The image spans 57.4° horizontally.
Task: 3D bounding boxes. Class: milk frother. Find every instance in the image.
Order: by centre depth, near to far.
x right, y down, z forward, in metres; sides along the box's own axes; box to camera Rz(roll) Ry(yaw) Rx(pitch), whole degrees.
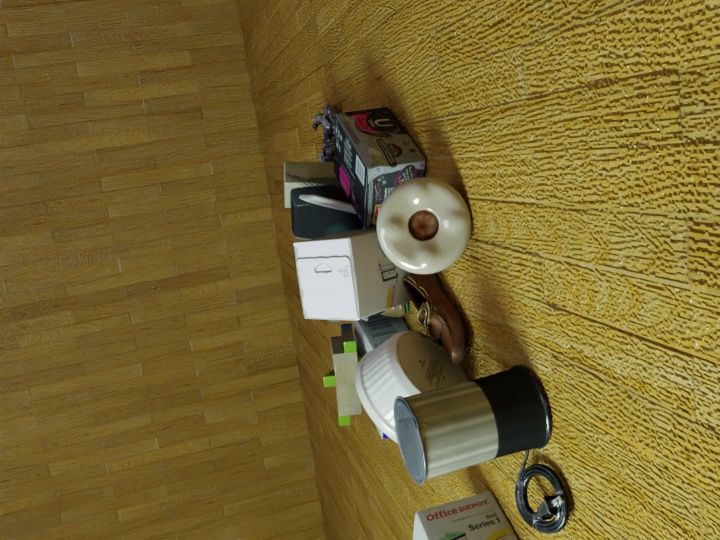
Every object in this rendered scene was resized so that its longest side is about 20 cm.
[{"bbox_3d":[0.163,0.257,0.887,0.201,0.186,0.182,-118,21,-49],"label":"milk frother"}]

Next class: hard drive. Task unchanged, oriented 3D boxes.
[{"bbox_3d":[-0.050,-0.118,1.409,0.136,0.197,0.043,95,171,-50],"label":"hard drive"}]

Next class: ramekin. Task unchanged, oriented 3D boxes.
[{"bbox_3d":[0.096,0.192,1.109,0.094,0.201,0.204,-51,43,30],"label":"ramekin"}]

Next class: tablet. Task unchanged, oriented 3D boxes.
[{"bbox_3d":[-0.015,-0.122,1.298,0.130,0.198,0.014,-160,82,-71],"label":"tablet"}]

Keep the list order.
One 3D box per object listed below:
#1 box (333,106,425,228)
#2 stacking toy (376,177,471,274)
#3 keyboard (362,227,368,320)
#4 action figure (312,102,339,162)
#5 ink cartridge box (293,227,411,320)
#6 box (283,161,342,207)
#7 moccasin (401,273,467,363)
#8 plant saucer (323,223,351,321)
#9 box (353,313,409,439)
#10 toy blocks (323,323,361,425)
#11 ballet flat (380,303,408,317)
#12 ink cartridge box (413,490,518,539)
[{"bbox_3d":[0.032,-0.195,1.216,0.201,0.113,0.133,-117,23,-45],"label":"box"},{"bbox_3d":[0.104,-0.063,1.082,0.200,0.144,0.148,32,-134,-83],"label":"stacking toy"},{"bbox_3d":[0.012,-0.001,1.360,0.056,0.011,0.203,34,-121,-59],"label":"keyboard"},{"bbox_3d":[-0.081,-0.329,1.658,0.131,0.068,0.202,-109,18,-47],"label":"action figure"},{"bbox_3d":[0.000,0.000,1.219,0.146,0.199,0.147,-3,98,42],"label":"ink cartridge box"},{"bbox_3d":[-0.065,-0.184,1.415,0.083,0.197,0.069,96,170,-52],"label":"box"},{"bbox_3d":[0.124,0.076,1.126,0.074,0.077,0.203,95,159,-48],"label":"moccasin"},{"bbox_3d":[-0.032,0.005,1.349,0.199,0.036,0.203,4,-90,-66],"label":"plant saucer"},{"bbox_3d":[0.063,0.220,1.422,0.184,0.104,0.202,-122,26,-56],"label":"box"},{"bbox_3d":[-0.033,0.211,1.431,0.137,0.098,0.203,-105,10,-67],"label":"toy blocks"},{"bbox_3d":[0.054,0.004,1.360,0.068,0.071,0.203,-126,28,-69],"label":"ballet flat"},{"bbox_3d":[0.184,0.470,1.048,0.201,0.143,0.085,-120,24,-53],"label":"ink cartridge box"}]
